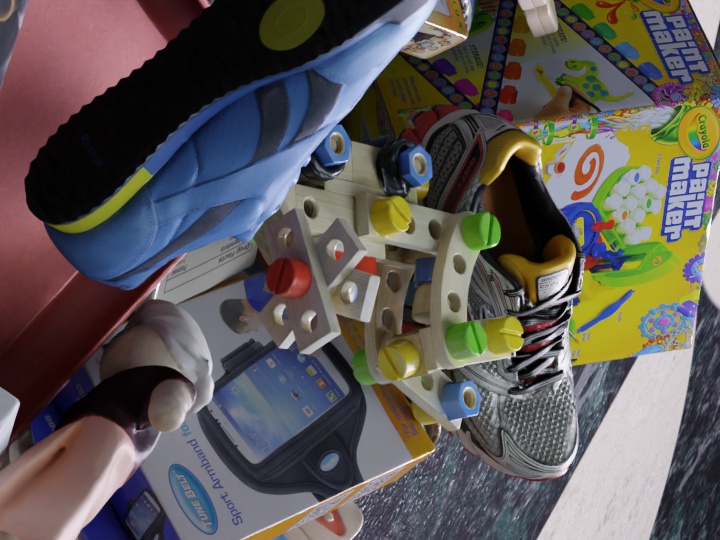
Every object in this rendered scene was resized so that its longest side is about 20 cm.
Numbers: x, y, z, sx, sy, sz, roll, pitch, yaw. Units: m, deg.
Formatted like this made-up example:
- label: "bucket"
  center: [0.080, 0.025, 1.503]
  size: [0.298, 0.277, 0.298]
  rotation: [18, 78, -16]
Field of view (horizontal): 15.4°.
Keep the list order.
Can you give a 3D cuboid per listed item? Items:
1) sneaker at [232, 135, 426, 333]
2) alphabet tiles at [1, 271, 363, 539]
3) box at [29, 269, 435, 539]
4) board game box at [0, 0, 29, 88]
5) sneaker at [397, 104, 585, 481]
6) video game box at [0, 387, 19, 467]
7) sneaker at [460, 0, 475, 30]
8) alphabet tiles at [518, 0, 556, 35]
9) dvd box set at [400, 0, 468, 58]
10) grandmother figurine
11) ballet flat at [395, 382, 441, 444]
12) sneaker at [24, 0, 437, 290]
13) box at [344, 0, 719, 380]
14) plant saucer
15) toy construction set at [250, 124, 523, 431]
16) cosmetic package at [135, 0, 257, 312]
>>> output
- label: "sneaker"
  center: [0.011, -0.020, 1.388]
  size: [0.096, 0.199, 0.080]
  rotation: [-58, -154, 33]
- label: "alphabet tiles"
  center: [-0.087, 0.077, 1.291]
  size: [0.015, 0.196, 0.200]
  rotation: [-37, -177, 43]
- label: "box"
  center: [-0.064, 0.071, 1.274]
  size: [0.200, 0.119, 0.041]
  rotation: [-21, 166, -48]
- label: "board game box"
  center: [-0.205, -0.046, 0.995]
  size: [0.135, 0.035, 0.201]
  rotation: [0, 117, -47]
- label: "sneaker"
  center: [0.073, 0.016, 1.353]
  size: [0.078, 0.082, 0.201]
  rotation: [-27, 110, -31]
- label: "video game box"
  center: [-0.219, 0.140, 1.108]
  size: [0.183, 0.047, 0.200]
  rotation: [-55, 178, -24]
- label: "sneaker"
  center: [0.030, -0.204, 1.388]
  size: [0.089, 0.078, 0.201]
  rotation: [-58, 149, -33]
- label: "alphabet tiles"
  center: [0.076, -0.229, 1.397]
  size: [0.196, 0.015, 0.201]
  rotation: [49, 31, -73]
- label: "dvd box set"
  center: [-0.031, -0.181, 1.175]
  size: [0.200, 0.029, 0.147]
  rotation: [12, 59, -57]
- label: "grandmother figurine"
  center: [-0.116, 0.077, 1.141]
  size: [0.061, 0.121, 0.200]
  rotation: [56, 33, -17]
- label: "ballet flat"
  center: [-0.020, 0.063, 1.424]
  size: [0.065, 0.199, 0.071]
  rotation: [-35, 113, -40]
- label: "sneaker"
  center: [-0.042, -0.065, 1.100]
  size: [0.200, 0.066, 0.078]
  rotation: [-36, 136, 8]
- label: "box"
  center: [0.094, -0.051, 1.522]
  size: [0.122, 0.191, 0.201]
  rotation: [-107, -166, -44]
- label: "plant saucer"
  center: [-0.141, -0.049, 1.118]
  size: [0.200, 0.037, 0.200]
  rotation: [-48, 141, -10]
- label: "toy construction set"
  center: [0.000, 0.000, 1.253]
  size: [0.200, 0.092, 0.132]
  rotation: [21, 64, -62]
- label: "cosmetic package"
  center: [-0.083, -0.092, 1.255]
  size: [0.103, 0.073, 0.201]
  rotation: [-28, 137, -58]
